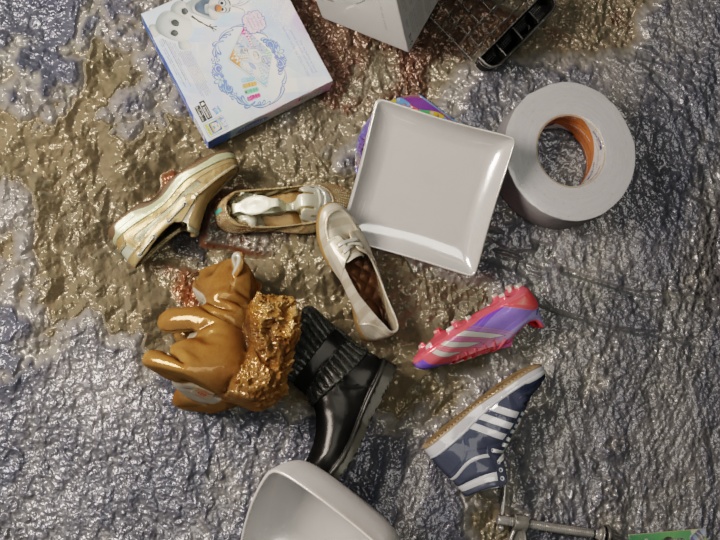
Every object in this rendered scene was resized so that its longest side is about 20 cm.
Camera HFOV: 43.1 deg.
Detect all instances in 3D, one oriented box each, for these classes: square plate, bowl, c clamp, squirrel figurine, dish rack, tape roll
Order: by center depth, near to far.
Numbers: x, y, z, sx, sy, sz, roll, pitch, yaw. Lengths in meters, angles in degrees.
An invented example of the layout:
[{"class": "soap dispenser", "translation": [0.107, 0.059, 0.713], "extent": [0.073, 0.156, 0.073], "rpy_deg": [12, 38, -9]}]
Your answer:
[{"class": "bowl", "translation": [-0.045, 0.339, 1.136], "extent": [0.199, 0.201, 0.075], "rpy_deg": [33, 35, 16]}, {"class": "squirrel figurine", "translation": [-0.157, 0.076, 1.169], "extent": [0.197, 0.142, 0.189], "rpy_deg": [5, 59, 21]}, {"class": "square plate", "translation": [0.091, -0.113, 1.254], "extent": [0.197, 0.028, 0.201], "rpy_deg": [16, 104, 0]}, {"class": "c clamp", "translation": [0.274, 0.381, 1.258], "extent": [0.197, 0.027, 0.173], "rpy_deg": [16, 81, -8]}, {"class": "tape roll", "translation": [0.292, -0.165, 1.318], "extent": [0.197, 0.066, 0.204], "rpy_deg": [1, 83, -10]}, {"class": "dish rack", "translation": [0.168, -0.403, 1.335], "extent": [0.200, 0.055, 0.153], "rpy_deg": [45, 77, -1]}]

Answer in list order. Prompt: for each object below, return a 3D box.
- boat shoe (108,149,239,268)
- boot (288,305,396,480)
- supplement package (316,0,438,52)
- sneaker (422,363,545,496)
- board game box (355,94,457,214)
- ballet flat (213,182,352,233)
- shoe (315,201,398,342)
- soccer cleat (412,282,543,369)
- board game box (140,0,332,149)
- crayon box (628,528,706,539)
[{"class": "boat shoe", "translation": [-0.235, -0.077, 1.214], "extent": [0.199, 0.072, 0.076], "rpy_deg": [-38, 76, -2]}, {"class": "boot", "translation": [-0.063, 0.171, 1.206], "extent": [0.157, 0.079, 0.213], "rpy_deg": [31, 74, -7]}, {"class": "supplement package", "translation": [0.040, -0.445, 1.250], "extent": [0.149, 0.152, 0.202], "rpy_deg": [26, 78, 18]}, {"class": "sneaker", "translation": [0.193, 0.222, 1.244], "extent": [0.199, 0.070, 0.109], "rpy_deg": [-36, 84, -5]}, {"class": "board game box", "translation": [0.094, -0.160, 1.296], "extent": [0.199, 0.039, 0.159], "rpy_deg": [36, 78, -4]}, {"class": "ballet flat", "translation": [-0.100, -0.084, 1.241], "extent": [0.197, 0.065, 0.072], "rpy_deg": [-10, 84, -11]}, {"class": "shoe", "translation": [0.000, 0.000, 1.232], "extent": [0.069, 0.053, 0.202], "rpy_deg": [-27, 99, -30]}, {"class": "soccer cleat", "translation": [0.165, 0.092, 1.264], "extent": [0.199, 0.067, 0.077], "rpy_deg": [-31, 93, -15]}, {"class": "board game box", "translation": [-0.171, -0.303, 1.270], "extent": [0.197, 0.043, 0.202], "rpy_deg": [-28, 87, -11]}, {"class": "crayon box", "translation": [0.446, 0.469, 1.264], "extent": [0.124, 0.052, 0.203], "rpy_deg": [-2, 82, -10]}]
